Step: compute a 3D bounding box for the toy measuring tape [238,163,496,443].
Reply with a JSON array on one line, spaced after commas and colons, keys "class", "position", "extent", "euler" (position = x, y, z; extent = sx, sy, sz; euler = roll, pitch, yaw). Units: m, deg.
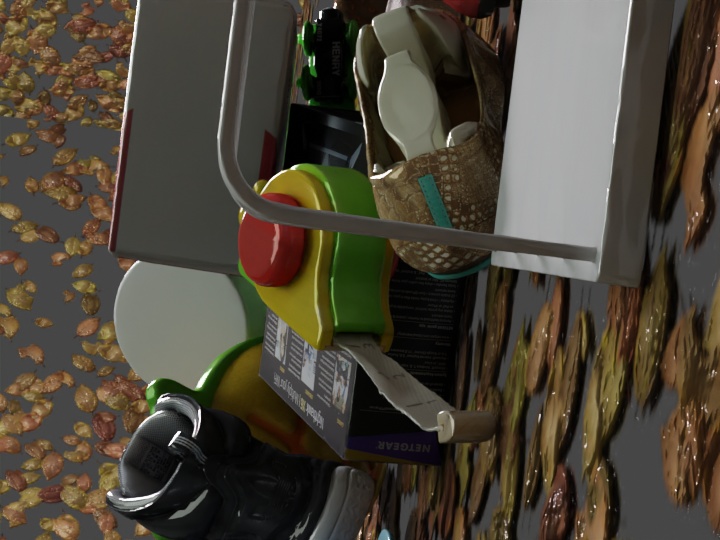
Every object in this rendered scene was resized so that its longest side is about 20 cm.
[{"class": "toy measuring tape", "position": [0.001, 0.002, 0.813], "extent": [0.200, 0.073, 0.074], "euler": [39, 126, 50]}]

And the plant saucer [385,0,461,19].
[{"class": "plant saucer", "position": [0.027, -0.095, 1.111], "extent": [0.200, 0.034, 0.201], "euler": [-173, 90, -84]}]

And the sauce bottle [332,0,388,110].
[{"class": "sauce bottle", "position": [-0.001, -0.106, 1.280], "extent": [0.200, 0.066, 0.066], "euler": [101, 174, -49]}]

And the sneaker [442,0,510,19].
[{"class": "sneaker", "position": [0.026, -0.199, 0.889], "extent": [0.071, 0.098, 0.201], "euler": [99, 176, -46]}]

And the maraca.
[{"class": "maraca", "position": [-0.057, 0.108, 1.095], "extent": [0.200, 0.107, 0.137], "euler": [-10, -100, -53]}]

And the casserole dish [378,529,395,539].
[{"class": "casserole dish", "position": [0.015, 0.210, 0.782], "extent": [0.121, 0.039, 0.201], "euler": [174, 102, -85]}]

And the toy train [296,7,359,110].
[{"class": "toy train", "position": [-0.017, -0.062, 1.155], "extent": [0.056, 0.042, 0.201], "euler": [62, -152, -74]}]

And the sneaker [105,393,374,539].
[{"class": "sneaker", "position": [-0.069, 0.116, 0.941], "extent": [0.076, 0.114, 0.200], "euler": [-64, 7, -21]}]

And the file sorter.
[{"class": "file sorter", "position": [0.020, -0.074, 0.620], "extent": [0.200, 0.124, 0.139], "euler": [-160, 78, -86]}]

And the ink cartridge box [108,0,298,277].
[{"class": "ink cartridge box", "position": [-0.083, -0.081, 1.059], "extent": [0.200, 0.083, 0.146], "euler": [-95, 12, -85]}]

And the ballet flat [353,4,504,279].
[{"class": "ballet flat", "position": [0.029, -0.077, 0.819], "extent": [0.200, 0.070, 0.065], "euler": [-103, -10, -55]}]

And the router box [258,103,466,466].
[{"class": "router box", "position": [0.000, 0.000, 0.971], "extent": [0.200, 0.052, 0.158], "euler": [-148, 64, -72]}]

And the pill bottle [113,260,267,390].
[{"class": "pill bottle", "position": [-0.073, 0.015, 1.240], "extent": [0.200, 0.114, 0.115], "euler": [-24, -55, -65]}]
